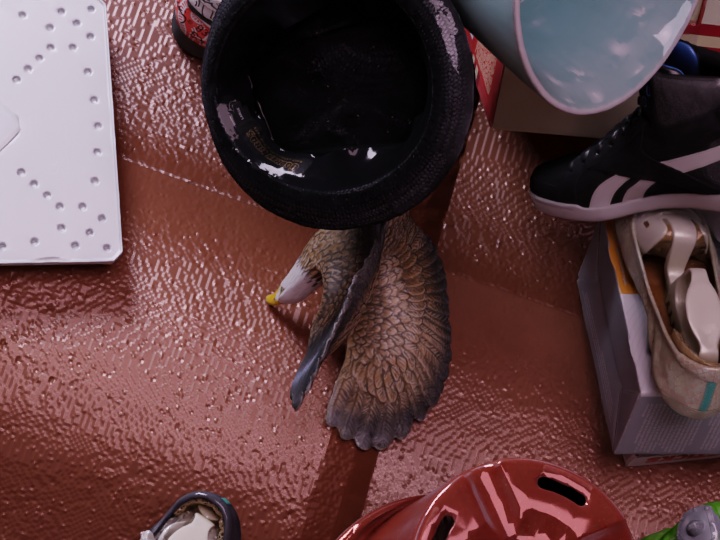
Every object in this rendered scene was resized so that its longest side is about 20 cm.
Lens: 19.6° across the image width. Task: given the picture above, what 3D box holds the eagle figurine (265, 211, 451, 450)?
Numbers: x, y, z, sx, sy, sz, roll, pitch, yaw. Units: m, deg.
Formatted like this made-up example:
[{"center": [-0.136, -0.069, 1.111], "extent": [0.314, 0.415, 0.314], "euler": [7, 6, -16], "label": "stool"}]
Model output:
[{"center": [-0.004, 0.004, 1.400], "extent": [0.151, 0.151, 0.201], "euler": [-4, 59, -25], "label": "eagle figurine"}]

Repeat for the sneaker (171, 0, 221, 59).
[{"center": [-0.030, -0.173, 1.466], "extent": [0.200, 0.108, 0.068], "euler": [14, 67, -8], "label": "sneaker"}]

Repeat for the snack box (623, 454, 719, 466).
[{"center": [0.276, 0.094, 1.484], "extent": [0.199, 0.024, 0.072], "euler": [-4, 67, -15], "label": "snack box"}]

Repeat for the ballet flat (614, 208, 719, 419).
[{"center": [0.215, 0.005, 1.377], "extent": [0.067, 0.063, 0.201], "euler": [-1, 52, -11], "label": "ballet flat"}]

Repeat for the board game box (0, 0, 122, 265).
[{"center": [-0.268, -0.094, 1.423], "extent": [0.199, 0.026, 0.201], "euler": [-1, 70, -14], "label": "board game box"}]

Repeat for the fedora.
[{"center": [-0.001, -0.120, 1.316], "extent": [0.091, 0.200, 0.201], "euler": [-13, 69, -57], "label": "fedora"}]

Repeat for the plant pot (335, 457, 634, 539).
[{"center": [0.079, 0.214, 1.297], "extent": [0.200, 0.195, 0.202], "euler": [4, 69, -12], "label": "plant pot"}]

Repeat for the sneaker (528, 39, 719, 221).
[{"center": [0.187, -0.098, 1.378], "extent": [0.073, 0.199, 0.112], "euler": [-42, 119, -42], "label": "sneaker"}]

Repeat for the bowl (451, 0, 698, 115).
[{"center": [0.119, -0.205, 1.272], "extent": [0.105, 0.201, 0.201], "euler": [23, 59, 37], "label": "bowl"}]

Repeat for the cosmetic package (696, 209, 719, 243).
[{"center": [0.310, -0.020, 1.402], "extent": [0.101, 0.071, 0.200], "euler": [-9, 54, -31], "label": "cosmetic package"}]

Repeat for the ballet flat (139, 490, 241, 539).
[{"center": [-0.141, 0.218, 1.312], "extent": [0.073, 0.073, 0.200], "euler": [35, 66, 1], "label": "ballet flat"}]

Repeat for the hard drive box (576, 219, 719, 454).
[{"center": [0.265, 0.044, 1.446], "extent": [0.199, 0.077, 0.156], "euler": [1, 52, -11], "label": "hard drive box"}]

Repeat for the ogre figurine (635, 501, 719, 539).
[{"center": [0.263, 0.178, 1.397], "extent": [0.199, 0.120, 0.099], "euler": [12, 66, -8], "label": "ogre figurine"}]

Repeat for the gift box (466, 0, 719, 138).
[{"center": [0.182, -0.209, 1.472], "extent": [0.186, 0.185, 0.200], "euler": [5, 37, -9], "label": "gift box"}]
